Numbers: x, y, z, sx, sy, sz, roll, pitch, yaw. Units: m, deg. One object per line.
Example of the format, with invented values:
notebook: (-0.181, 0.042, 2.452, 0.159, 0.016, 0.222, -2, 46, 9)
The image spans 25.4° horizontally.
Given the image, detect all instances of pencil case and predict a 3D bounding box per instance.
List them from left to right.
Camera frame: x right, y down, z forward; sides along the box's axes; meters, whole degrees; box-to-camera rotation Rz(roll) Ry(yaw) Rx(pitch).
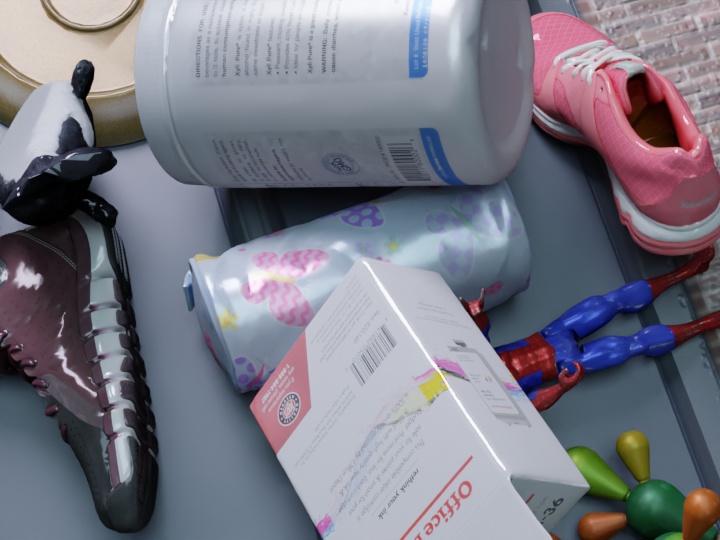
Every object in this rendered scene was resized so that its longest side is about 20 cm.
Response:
pencil case: (0.000, 0.000, 0.924, 0.199, 0.083, 0.091, -21, 61, -9)

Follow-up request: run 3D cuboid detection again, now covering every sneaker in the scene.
sneaker: (-0.182, 0.063, 0.908, 0.115, 0.076, 0.201, -12, 62, -1)
sneaker: (0.155, -0.104, 0.945, 0.073, 0.087, 0.200, -25, 53, -12)

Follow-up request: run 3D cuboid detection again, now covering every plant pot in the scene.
plant pot: (-0.168, -0.175, 1.006, 0.199, 0.028, 0.201, 0, 71, -1)

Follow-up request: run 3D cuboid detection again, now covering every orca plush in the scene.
orca plush: (-0.154, -0.057, 0.883, 0.071, 0.200, 0.105, 36, 81, -19)

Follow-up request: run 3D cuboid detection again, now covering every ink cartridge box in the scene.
ink cartridge box: (0.035, 0.104, 0.823, 0.117, 0.067, 0.200, -52, 49, 24)

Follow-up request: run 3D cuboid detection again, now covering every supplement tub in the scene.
supplement tub: (-0.012, -0.112, 0.903, 0.199, 0.132, 0.133, 2, 70, 23)

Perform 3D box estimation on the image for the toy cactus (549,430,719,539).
toy cactus: (0.187, 0.148, 0.866, 0.164, 0.200, 0.103, 4, 104, -32)

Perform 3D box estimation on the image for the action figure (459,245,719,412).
action figure: (0.124, 0.035, 0.913, 0.199, 0.099, 0.065, -23, 72, -7)
